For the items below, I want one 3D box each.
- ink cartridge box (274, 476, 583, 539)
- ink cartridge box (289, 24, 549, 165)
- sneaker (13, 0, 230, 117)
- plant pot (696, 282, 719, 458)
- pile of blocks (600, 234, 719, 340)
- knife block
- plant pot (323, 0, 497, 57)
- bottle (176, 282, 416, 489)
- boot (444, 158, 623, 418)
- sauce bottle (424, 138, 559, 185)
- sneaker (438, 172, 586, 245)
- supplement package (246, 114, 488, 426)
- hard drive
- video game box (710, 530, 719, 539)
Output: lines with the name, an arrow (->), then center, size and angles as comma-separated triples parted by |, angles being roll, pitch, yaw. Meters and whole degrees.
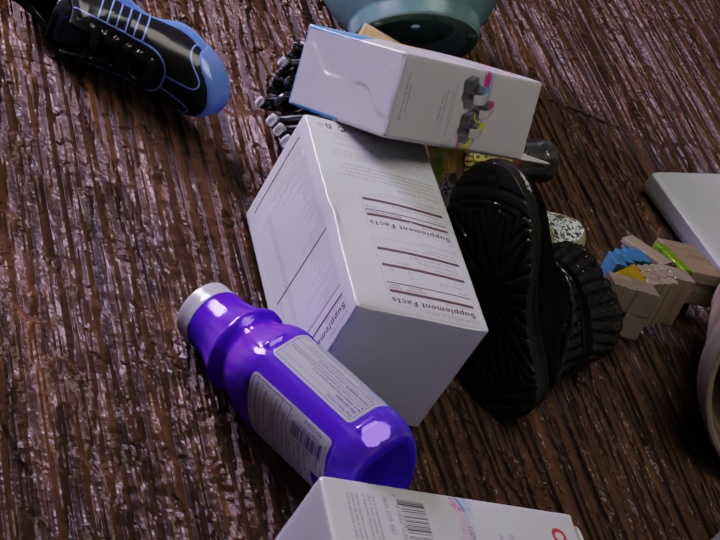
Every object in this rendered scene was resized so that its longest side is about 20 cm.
ink cartridge box -> 0.056, 0.221, 1.062 | 0.200, 0.088, 0.145 | 11, 42, -27
ink cartridge box -> 0.058, -0.137, 1.338 | 0.200, 0.068, 0.115 | 6, 14, -45
sneaker -> -0.198, -0.183, 1.355 | 0.200, 0.070, 0.078 | 38, 38, 16
plant pot -> 0.372, 0.069, 1.436 | 0.200, 0.200, 0.174 | 27, 18, -11
pile of blocks -> 0.245, 0.018, 1.486 | 0.082, 0.062, 0.200 | 37, 25, 26
knife block -> 0.014, -0.132, 1.465 | 0.200, 0.064, 0.176 | 30, 36, -8
plant pot -> 0.048, -0.271, 1.570 | 0.200, 0.200, 0.134 | 10, 68, -31
bottle -> -0.047, 0.081, 1.137 | 0.065, 0.084, 0.200 | -31, 52, -26
boot -> 0.139, -0.003, 1.326 | 0.079, 0.212, 0.158 | 10, 26, 33
sauce bottle -> 0.095, -0.097, 1.488 | 0.200, 0.065, 0.065 | -6, 52, -41
sneaker -> 0.127, -0.044, 1.430 | 0.200, 0.089, 0.077 | 1, 47, -39
supplement package -> 0.000, 0.000, 1.254 | 0.109, 0.114, 0.200 | 12, 42, -27
hard drive -> 0.375, -0.016, 1.654 | 0.132, 0.027, 0.200 | -1, 49, -39
video game box -> 0.396, 0.171, 1.300 | 0.182, 0.200, 0.047 | 8, 44, -32
